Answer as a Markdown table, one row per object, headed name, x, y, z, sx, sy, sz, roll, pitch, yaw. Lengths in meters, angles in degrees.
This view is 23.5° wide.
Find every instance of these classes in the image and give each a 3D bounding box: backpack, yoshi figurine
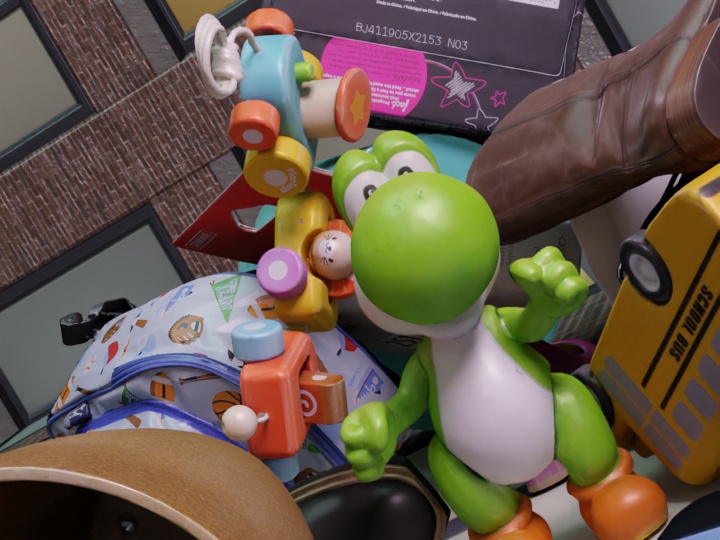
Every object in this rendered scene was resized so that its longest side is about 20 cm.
| name | x | y | z | sx | sy | sz | roll | pitch | yaw |
| --- | --- | --- | --- | --- | --- | --- | --- | --- | --- |
| backpack | -0.073 | 0.092 | 0.975 | 0.190 | 0.199 | 0.155 | -36 | 25 | 44 |
| yoshi figurine | 0.046 | 0.037 | 0.722 | 0.112 | 0.201 | 0.112 | -33 | 7 | -37 |

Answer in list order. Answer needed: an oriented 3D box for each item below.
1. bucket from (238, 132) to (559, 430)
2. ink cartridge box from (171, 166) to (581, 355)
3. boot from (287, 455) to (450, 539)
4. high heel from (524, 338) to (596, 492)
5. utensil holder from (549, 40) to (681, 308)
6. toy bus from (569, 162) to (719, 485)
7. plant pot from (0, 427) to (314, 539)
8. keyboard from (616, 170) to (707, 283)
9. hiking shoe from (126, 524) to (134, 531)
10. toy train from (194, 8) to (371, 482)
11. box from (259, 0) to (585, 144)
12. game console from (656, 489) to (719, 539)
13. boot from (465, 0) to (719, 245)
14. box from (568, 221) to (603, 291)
| name | x | y | z | sx | sy | sz | roll | pitch | yaw |
| --- | --- | --- | --- | --- | --- | --- | --- | --- | --- |
| bucket | 0.030 | 0.008 | 1.128 | 0.206 | 0.208 | 0.135 | -32 | 4 | -14 |
| ink cartridge box | 0.000 | 0.000 | 0.940 | 0.175 | 0.045 | 0.200 | 11 | -15 | -17 |
| boot | -0.049 | 0.175 | 0.760 | 0.200 | 0.078 | 0.138 | -41 | 8 | 19 |
| high heel | 0.090 | 0.047 | 0.955 | 0.067 | 0.096 | 0.200 | -28 | 6 | 22 |
| utensil holder | 0.218 | -0.063 | 0.900 | 0.199 | 0.171 | 0.170 | -26 | 6 | 19 |
| toy bus | 0.146 | 0.023 | 0.709 | 0.065 | 0.078 | 0.201 | -31 | -24 | -23 |
| plant pot | -0.082 | 0.134 | 0.630 | 0.185 | 0.187 | 0.200 | -29 | 4 | 14 |
| keyboard | 0.177 | -0.048 | 0.788 | 0.104 | 0.040 | 0.201 | 5 | -55 | -48 |
| hiking shoe | -0.093 | 0.169 | 0.894 | 0.199 | 0.087 | 0.074 | -28 | 6 | 32 |
| toy train | -0.025 | -0.017 | 0.763 | 0.055 | 0.202 | 0.150 | -3 | 12 | 11 |
| box | 0.035 | -0.156 | 1.109 | 0.198 | 0.133 | 0.115 | 9 | -1 | -3 |
| game console | 0.115 | 0.063 | 0.547 | 0.172 | 0.119 | 0.200 | -26 | 6 | 39 |
| boot | 0.135 | -0.102 | 0.790 | 0.187 | 0.064 | 0.200 | -55 | 12 | -24 |
| box | 0.188 | -0.055 | 1.106 | 0.097 | 0.124 | 0.200 | -43 | 2 | 20 |
